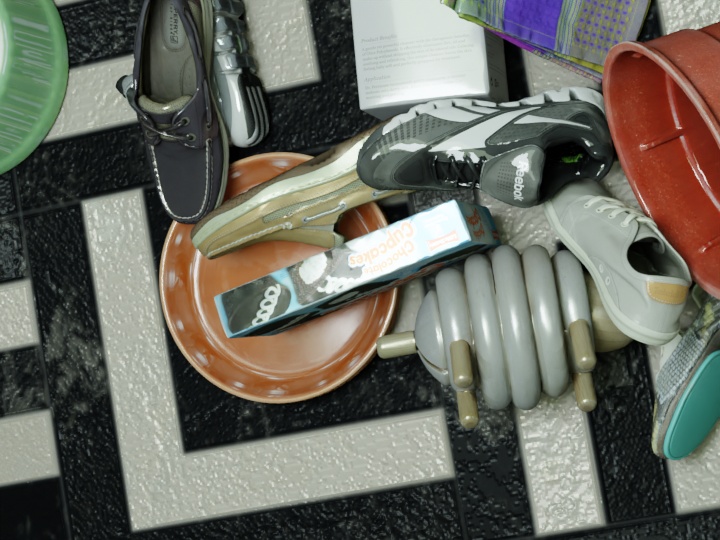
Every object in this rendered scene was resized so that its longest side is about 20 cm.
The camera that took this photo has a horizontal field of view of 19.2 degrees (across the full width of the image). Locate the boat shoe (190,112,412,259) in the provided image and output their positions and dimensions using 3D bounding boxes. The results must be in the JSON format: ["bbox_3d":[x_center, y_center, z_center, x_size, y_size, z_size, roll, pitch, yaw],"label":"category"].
[{"bbox_3d":[-0.034,-0.047,1.654,0.200,0.072,0.076,-27,92,13],"label":"boat shoe"}]

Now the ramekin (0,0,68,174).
[{"bbox_3d":[-0.352,-0.175,1.767,0.200,0.098,0.200,-1,87,16],"label":"ramekin"}]

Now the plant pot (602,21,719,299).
[{"bbox_3d":[0.307,-0.108,1.511,0.195,0.201,0.201,-25,79,-11],"label":"plant pot"}]

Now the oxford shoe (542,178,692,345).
[{"bbox_3d":[0.192,-0.025,1.576,0.200,0.075,0.058,-115,40,-49],"label":"oxford shoe"}]

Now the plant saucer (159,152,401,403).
[{"bbox_3d":[-0.063,0.006,1.708,0.200,0.032,0.200,-1,88,16],"label":"plant saucer"}]

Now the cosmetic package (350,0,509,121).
[{"bbox_3d":[0.050,-0.224,1.659,0.108,0.085,0.200,-5,85,16],"label":"cosmetic package"}]

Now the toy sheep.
[{"bbox_3d":[0.111,0.045,1.602,0.200,0.138,0.138,-6,85,0],"label":"toy sheep"}]

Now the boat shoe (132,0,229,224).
[{"bbox_3d":[-0.147,-0.131,1.664,0.072,0.065,0.200,4,103,18],"label":"boat shoe"}]

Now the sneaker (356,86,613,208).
[{"bbox_3d":[0.098,-0.085,1.584,0.200,0.066,0.091,-10,40,-8],"label":"sneaker"}]

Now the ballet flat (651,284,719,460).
[{"bbox_3d":[0.266,0.047,1.599,0.072,0.072,0.200,33,96,15],"label":"ballet flat"}]

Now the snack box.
[{"bbox_3d":[0.000,0.000,1.613,0.200,0.116,0.037,-22,84,14],"label":"snack box"}]

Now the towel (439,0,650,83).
[{"bbox_3d":[0.153,-0.229,1.585,0.023,0.200,0.144,23,94,47],"label":"towel"}]

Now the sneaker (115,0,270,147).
[{"bbox_3d":[-0.152,-0.187,1.724,0.115,0.075,0.200,-15,84,17],"label":"sneaker"}]
